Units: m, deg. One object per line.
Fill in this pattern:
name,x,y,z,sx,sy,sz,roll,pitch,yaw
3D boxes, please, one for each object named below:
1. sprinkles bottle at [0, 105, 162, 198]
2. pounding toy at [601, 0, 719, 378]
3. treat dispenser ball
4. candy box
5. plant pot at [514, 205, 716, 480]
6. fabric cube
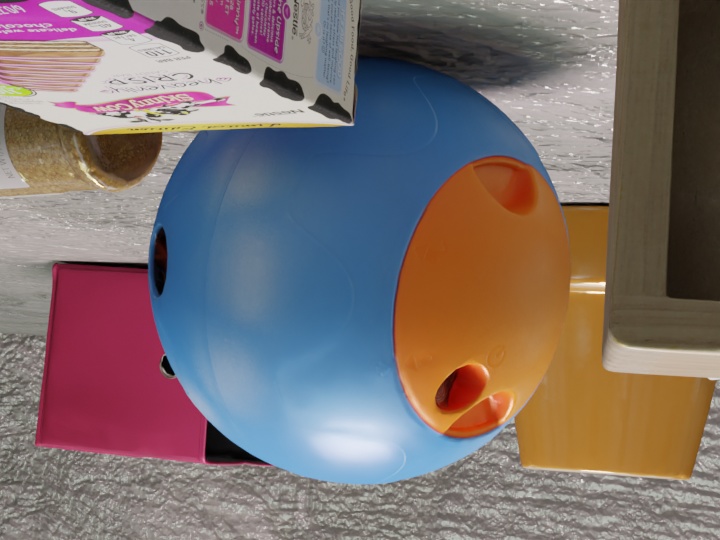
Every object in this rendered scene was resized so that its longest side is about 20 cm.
sprinkles bottle,-0.196,-0.071,0.943,0.199,0.069,0.068,-2,171,37
pounding toy,0.179,-0.028,0.564,0.199,0.185,0.142,3,174,6
treat dispenser ball,0.000,0.000,0.845,0.200,0.202,0.201,4,174,0
candy box,-0.102,-0.099,0.664,0.136,0.061,0.200,0,173,27
plant pot,0.186,0.059,1.317,0.199,0.184,0.200,4,173,0
fabric cube,-0.203,0.101,1.893,0.198,0.197,0.200,3,175,21
